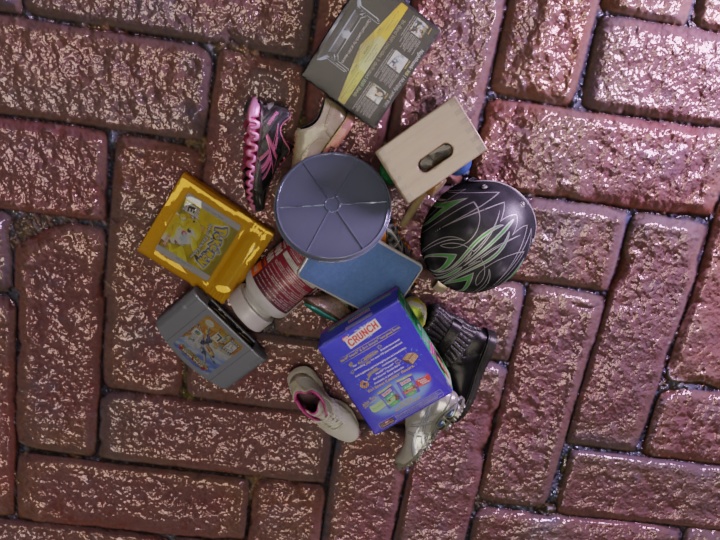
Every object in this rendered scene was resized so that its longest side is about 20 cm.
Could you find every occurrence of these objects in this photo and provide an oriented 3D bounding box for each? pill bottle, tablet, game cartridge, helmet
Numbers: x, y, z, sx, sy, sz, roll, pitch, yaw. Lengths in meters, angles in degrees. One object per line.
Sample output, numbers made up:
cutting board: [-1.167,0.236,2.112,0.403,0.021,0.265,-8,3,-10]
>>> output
pill bottle: [-0.141,0.016,1.326,0.199,0.110,0.110,-39,106,11]
tablet: [0.000,0.000,1.273,0.198,0.014,0.131,28,105,-20]
game cartridge: [-0.286,-0.055,1.338,0.198,0.033,0.177,33,106,-11]
helmet: [0.199,-0.059,1.239,0.196,0.191,0.204,-1,103,-4]
game cartridge: [-0.291,0.137,1.393,0.133,0.042,0.200,-38,110,17]

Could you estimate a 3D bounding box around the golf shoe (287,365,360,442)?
golf shoe: [-0.074,0.283,1.435,0.075,0.092,0.200,-40,107,11]

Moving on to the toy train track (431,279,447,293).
toy train track: [0.196,-0.042,1.356,0.113,0.033,0.202,27,106,-11]

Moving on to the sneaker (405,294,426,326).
sneaker: [0.068,0.135,1.376,0.075,0.105,0.202,27,106,-8]

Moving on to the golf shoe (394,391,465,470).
golf shoe: [0.113,0.295,1.395,0.097,0.078,0.201,39,109,7]

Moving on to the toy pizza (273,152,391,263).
toy pizza: [-0.047,-0.104,1.208,0.196,0.032,0.204,0,69,-1]

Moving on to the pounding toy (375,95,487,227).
pounding toy: [0.113,-0.177,1.241,0.198,0.184,0.143,-34,96,10]

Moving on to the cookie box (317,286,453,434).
cookie box: [0.046,0.161,1.289,0.169,0.075,0.202,-29,106,9]

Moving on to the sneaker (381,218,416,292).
sneaker: [0.053,-0.043,1.338,0.076,0.078,0.204,-18,106,-26]

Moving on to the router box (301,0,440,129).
router box: [0.016,-0.370,1.223,0.156,0.052,0.201,34,105,-13]

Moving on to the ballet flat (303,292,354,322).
ballet flat: [-0.030,0.076,1.353,0.199,0.067,0.068,39,74,-43]

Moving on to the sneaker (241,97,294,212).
sneaker: [-0.161,-0.200,1.275,0.094,0.079,0.204,-1,114,-19]

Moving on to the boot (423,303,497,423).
boot: [0.158,0.181,1.408,0.155,0.079,0.214,19,98,-16]

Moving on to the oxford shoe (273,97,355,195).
oxford shoe: [-0.097,-0.211,1.267,0.073,0.071,0.201,37,94,-20]
